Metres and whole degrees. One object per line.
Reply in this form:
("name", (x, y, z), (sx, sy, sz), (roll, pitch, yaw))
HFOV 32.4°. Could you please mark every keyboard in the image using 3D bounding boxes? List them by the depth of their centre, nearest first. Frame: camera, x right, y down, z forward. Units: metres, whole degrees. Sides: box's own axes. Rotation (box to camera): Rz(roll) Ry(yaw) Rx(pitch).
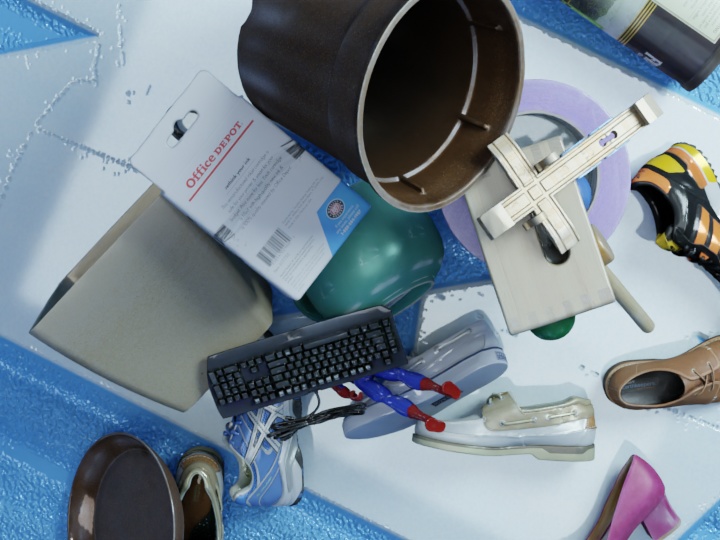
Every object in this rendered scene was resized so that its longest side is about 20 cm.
("keyboard", (-0.049, 0.113, 1.249), (0.199, 0.021, 0.128), (-17, 121, 5))

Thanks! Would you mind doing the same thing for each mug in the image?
("mug", (0.009, -0.007, 1.289), (0.151, 0.185, 0.115), (-30, 76, -13))

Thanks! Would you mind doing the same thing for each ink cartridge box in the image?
("ink cartridge box", (-0.105, -0.079, 1.152), (0.200, 0.068, 0.116), (40, 85, -12))

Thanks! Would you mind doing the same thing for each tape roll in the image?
("tape roll", (0.178, -0.098, 1.299), (0.198, 0.085, 0.202), (0, 96, 4))

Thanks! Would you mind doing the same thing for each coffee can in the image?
("coffee can", (0.291, -0.296, 1.237), (0.199, 0.146, 0.147), (35, 98, 0))

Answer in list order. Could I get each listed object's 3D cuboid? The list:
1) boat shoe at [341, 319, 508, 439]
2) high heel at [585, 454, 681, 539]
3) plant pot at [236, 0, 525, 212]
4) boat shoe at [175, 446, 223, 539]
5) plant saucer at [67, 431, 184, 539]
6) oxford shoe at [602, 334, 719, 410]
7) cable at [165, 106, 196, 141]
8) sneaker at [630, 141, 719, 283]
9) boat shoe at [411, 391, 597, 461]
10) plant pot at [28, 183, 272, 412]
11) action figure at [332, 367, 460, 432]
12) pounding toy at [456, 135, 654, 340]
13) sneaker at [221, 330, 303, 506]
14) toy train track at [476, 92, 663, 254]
("boat shoe", (0.064, 0.120, 1.346), (0.199, 0.074, 0.066), (-27, 63, 12))
("high heel", (0.248, 0.289, 1.339), (0.199, 0.067, 0.096), (-34, 103, 2))
("plant pot", (0.006, -0.179, 1.089), (0.198, 0.200, 0.202), (28, 100, 40))
("boat shoe", (-0.189, 0.301, 1.368), (0.074, 0.068, 0.202), (2, 98, -2))
("plant saucer", (-0.252, 0.277, 1.350), (0.199, 0.034, 0.202), (-5, 83, 45))
("oxford shoe", (0.362, 0.115, 1.316), (0.198, 0.071, 0.072), (-15, 93, 4))
("cable", (-0.121, -0.121, 1.334), (0.097, 0.050, 0.200), (-45, 93, 6))
("sneaker", (0.350, -0.029, 1.287), (0.090, 0.070, 0.201), (-29, 88, -19))
("boat shoe", (0.155, 0.165, 1.339), (0.198, 0.075, 0.069), (3, 91, -3))
("plant pot", (-0.199, 0.026, 1.296), (0.177, 0.200, 0.200), (43, 97, -14))
("action figure", (0.010, 0.111, 1.311), (0.199, 0.052, 0.066), (18, 84, 41))
("pounding toy", (0.193, -0.014, 1.187), (0.141, 0.184, 0.201), (-19, 86, 6))
("sneaker", (-0.109, 0.163, 1.343), (0.076, 0.076, 0.202), (-7, 94, -23))
("toy train track", (0.188, -0.094, 1.081), (0.199, 0.033, 0.115), (-36, 90, -14))
